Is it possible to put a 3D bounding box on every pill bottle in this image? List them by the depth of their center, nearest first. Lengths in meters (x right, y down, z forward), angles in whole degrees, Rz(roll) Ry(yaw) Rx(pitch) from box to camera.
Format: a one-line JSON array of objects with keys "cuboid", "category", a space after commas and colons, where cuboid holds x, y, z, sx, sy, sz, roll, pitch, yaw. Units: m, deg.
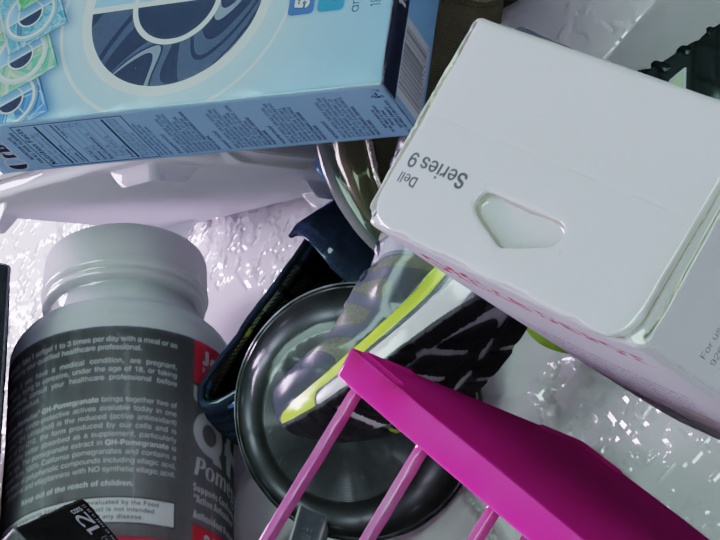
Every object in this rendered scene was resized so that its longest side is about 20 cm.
[{"cuboid": [-0.115, 0.083, 1.011, 0.111, 0.111, 0.201, -26, 52, 34], "category": "pill bottle"}]

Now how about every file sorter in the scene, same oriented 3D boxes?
[{"cuboid": [0.066, 0.142, 0.772, 0.200, 0.139, 0.126, 37, 100, 49], "category": "file sorter"}]

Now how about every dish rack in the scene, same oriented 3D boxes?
[{"cuboid": [-0.099, -0.047, 1.027, 0.200, 0.171, 0.044, -12, 77, 46], "category": "dish rack"}]

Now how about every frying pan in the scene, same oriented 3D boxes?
[{"cuboid": [-0.027, 0.091, 0.936, 0.115, 0.031, 0.190, 43, 101, 11], "category": "frying pan"}]

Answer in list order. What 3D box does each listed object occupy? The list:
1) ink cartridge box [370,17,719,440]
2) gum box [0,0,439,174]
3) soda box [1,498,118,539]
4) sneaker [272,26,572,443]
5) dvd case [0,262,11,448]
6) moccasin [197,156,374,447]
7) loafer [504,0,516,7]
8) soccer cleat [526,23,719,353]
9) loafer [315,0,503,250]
[{"cuboid": [0.123, 0.006, 0.738, 0.145, 0.200, 0.088, 26, 88, 50], "category": "ink cartridge box"}, {"cuboid": [-0.062, -0.131, 0.894, 0.199, 0.045, 0.171, -4, 62, 24], "category": "gum box"}, {"cuboid": [-0.085, 0.194, 0.874, 0.200, 0.063, 0.071, 47, 109, 9], "category": "soda box"}, {"cuboid": [0.035, -0.011, 0.851, 0.200, 0.074, 0.081, -45, 56, 11], "category": "sneaker"}, {"cuboid": [-0.189, 0.094, 1.046, 0.200, 0.025, 0.151, 125, 147, -71], "category": "dvd case"}, {"cuboid": [0.000, 0.000, 0.969, 0.080, 0.068, 0.200, 30, 89, 50], "category": "moccasin"}, {"cuboid": [0.027, -0.149, 1.020, 0.200, 0.076, 0.068, -39, 51, 26], "category": "loafer"}, {"cuboid": [0.121, -0.058, 0.867, 0.081, 0.067, 0.200, 39, 101, 19], "category": "soccer cleat"}, {"cuboid": [0.022, -0.098, 0.911, 0.070, 0.075, 0.201, -27, 68, 53], "category": "loafer"}]
